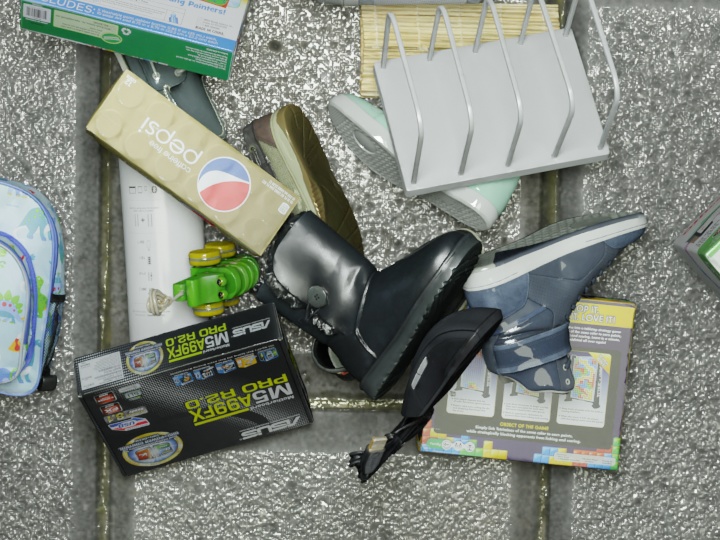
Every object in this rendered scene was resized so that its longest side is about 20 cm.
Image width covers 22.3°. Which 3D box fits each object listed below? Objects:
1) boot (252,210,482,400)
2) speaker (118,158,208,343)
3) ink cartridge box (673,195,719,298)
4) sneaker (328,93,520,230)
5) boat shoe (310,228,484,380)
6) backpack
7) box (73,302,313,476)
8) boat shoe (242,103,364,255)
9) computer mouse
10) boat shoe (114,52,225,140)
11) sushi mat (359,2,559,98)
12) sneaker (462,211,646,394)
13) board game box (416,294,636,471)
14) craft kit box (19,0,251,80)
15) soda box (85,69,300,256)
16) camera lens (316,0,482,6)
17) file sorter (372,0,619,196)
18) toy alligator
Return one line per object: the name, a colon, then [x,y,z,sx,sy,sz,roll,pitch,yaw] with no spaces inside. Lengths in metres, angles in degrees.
boot: [0.000,0.000,1.670,0.168,0.076,0.201,41,125,11]
speaker: [-0.189,-0.014,1.758,0.080,0.081,0.203,-3,96,-1]
ink cartridge box: [0.382,-0.041,1.707,0.145,0.200,0.084,-45,92,3]
sneaker: [0.072,-0.136,1.765,0.199,0.074,0.119,33,71,9]
boat shoe: [0.036,0.034,1.742,0.201,0.063,0.074,-42,64,22]
backpack: [-0.368,0.011,1.724,0.181,0.147,0.202,9,93,-4]
box: [-0.156,0.116,1.738,0.198,0.161,0.045,-15,54,0]
boat shoe: [-0.055,-0.061,1.766,0.065,0.072,0.203,-11,110,29]
computer mouse: [0.048,0.107,1.658,0.046,0.140,0.201,41,135,10]
boat shoe: [-0.185,-0.200,1.731,0.062,0.073,0.201,-36,86,34]
sushi mat: [0.097,-0.213,1.777,0.197,0.012,0.097,2,94,-2]
sneaker: [0.195,0.033,1.722,0.201,0.077,0.148,-22,101,-20]
board game box: [0.161,0.102,1.789,0.198,0.057,0.167,6,94,-1]
craft kit box: [-0.194,-0.281,1.689,0.198,0.049,0.199,14,54,-2]
soda box: [-0.156,-0.098,1.682,0.199,0.064,0.068,36,85,-7]
camera lens: [0.034,-0.327,1.690,0.197,0.160,0.162,-1,96,-1]
file sorter: [0.126,-0.173,1.677,0.198,0.125,0.140,-11,68,-9]
toy alligator: [-0.136,0.012,1.700,0.054,0.200,0.060,-1,101,17]
